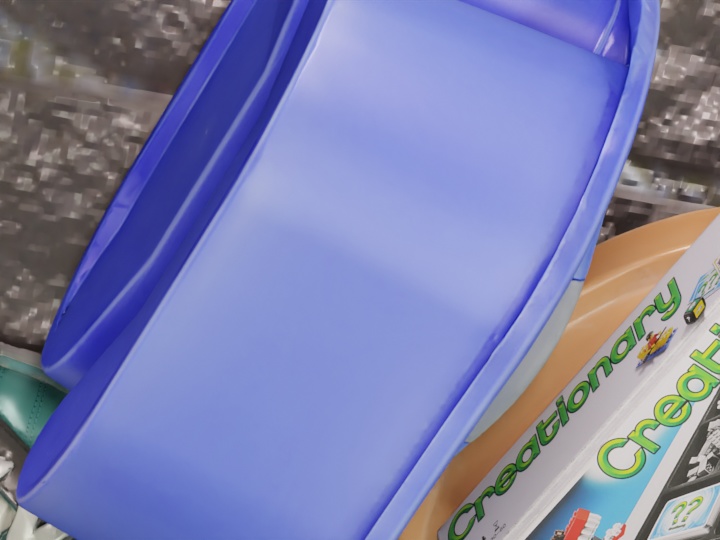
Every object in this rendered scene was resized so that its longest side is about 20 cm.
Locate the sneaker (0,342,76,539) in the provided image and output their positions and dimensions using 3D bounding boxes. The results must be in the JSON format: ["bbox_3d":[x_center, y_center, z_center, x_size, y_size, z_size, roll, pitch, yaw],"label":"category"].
[{"bbox_3d":[-0.061,0.093,0.775,0.200,0.080,0.071,38,109,-4],"label":"sneaker"}]

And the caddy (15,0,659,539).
[{"bbox_3d":[0.000,0.000,0.711,0.105,0.141,0.200,28,115,-13],"label":"caddy"}]

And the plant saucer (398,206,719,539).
[{"bbox_3d":[0.108,0.075,0.785,0.200,0.032,0.201,-2,120,-3],"label":"plant saucer"}]

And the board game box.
[{"bbox_3d":[0.129,0.035,0.724,0.126,0.035,0.200,32,112,-21],"label":"board game box"}]
